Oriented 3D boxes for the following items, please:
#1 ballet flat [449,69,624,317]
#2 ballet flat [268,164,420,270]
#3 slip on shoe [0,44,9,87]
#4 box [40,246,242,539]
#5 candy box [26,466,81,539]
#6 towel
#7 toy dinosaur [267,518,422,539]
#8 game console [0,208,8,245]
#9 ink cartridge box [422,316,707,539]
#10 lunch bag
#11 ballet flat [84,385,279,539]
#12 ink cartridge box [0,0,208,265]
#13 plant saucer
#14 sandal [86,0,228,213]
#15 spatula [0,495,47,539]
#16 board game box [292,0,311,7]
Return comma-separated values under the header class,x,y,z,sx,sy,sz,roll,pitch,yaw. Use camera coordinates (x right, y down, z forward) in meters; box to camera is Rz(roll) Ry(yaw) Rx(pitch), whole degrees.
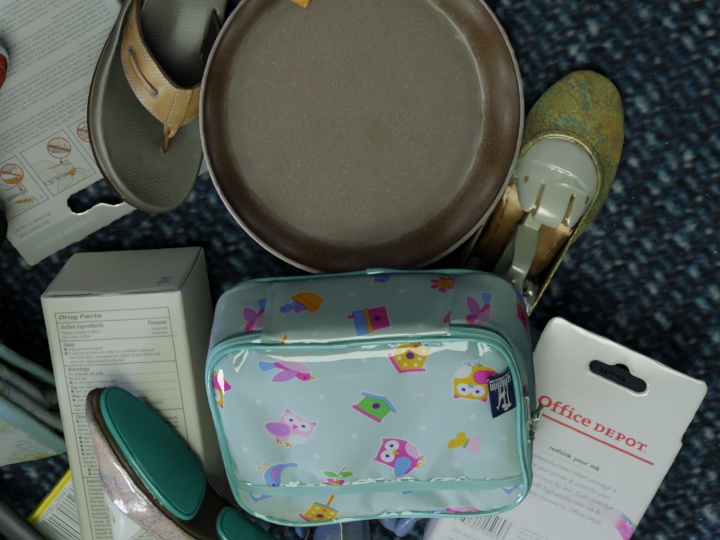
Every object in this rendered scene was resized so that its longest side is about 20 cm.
class,x,y,z,sx,sy,sz,roll,pitch,yaw
ballet flat,0.105,-0.027,1.584,0.070,0.071,0.200,27,114,-4
ballet flat,0.000,0.000,1.616,0.073,0.073,0.201,-23,102,16
slip on shoe,-0.263,-0.048,1.547,0.061,0.074,0.200,29,87,18
box,-0.136,0.092,1.634,0.094,0.078,0.201,-1,111,10
candy box,-0.136,0.139,1.710,0.102,0.026,0.200,36,113,-10
towel,-0.283,0.087,1.636,0.170,0.200,0.048,-8,69,14
toy dinosaur,-0.026,0.167,1.681,0.105,0.200,0.182,6,75,-20
game console,-0.349,-0.041,1.643,0.200,0.116,0.176,43,93,-12
ink cartridge box,0.130,0.117,1.642,0.117,0.067,0.201,25,115,-4
lunch bag,0.012,0.082,1.550,0.199,0.077,0.161,-2,126,9
ballet flat,-0.111,0.158,1.580,0.067,0.068,0.200,-39,100,27
ink cartridge box,-0.198,-0.119,1.605,0.161,0.050,0.200,-27,122,17
plant saucer,-0.001,-0.095,1.553,0.199,0.032,0.201,-1,95,-12
sandal,-0.108,-0.131,1.546,0.081,0.055,0.201,13,100,-29
spatula,-0.190,0.201,1.719,0.200,0.021,0.057,39,119,-8
board game box,-0.065,-0.300,1.408,0.199,0.200,0.201,25,114,-4
